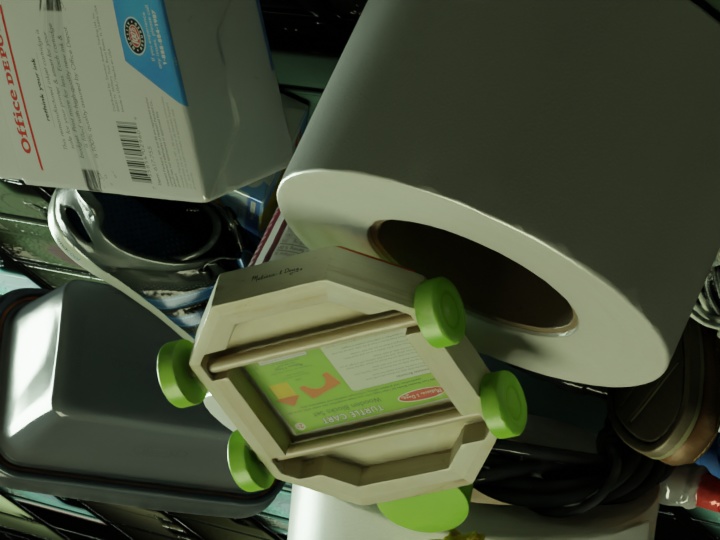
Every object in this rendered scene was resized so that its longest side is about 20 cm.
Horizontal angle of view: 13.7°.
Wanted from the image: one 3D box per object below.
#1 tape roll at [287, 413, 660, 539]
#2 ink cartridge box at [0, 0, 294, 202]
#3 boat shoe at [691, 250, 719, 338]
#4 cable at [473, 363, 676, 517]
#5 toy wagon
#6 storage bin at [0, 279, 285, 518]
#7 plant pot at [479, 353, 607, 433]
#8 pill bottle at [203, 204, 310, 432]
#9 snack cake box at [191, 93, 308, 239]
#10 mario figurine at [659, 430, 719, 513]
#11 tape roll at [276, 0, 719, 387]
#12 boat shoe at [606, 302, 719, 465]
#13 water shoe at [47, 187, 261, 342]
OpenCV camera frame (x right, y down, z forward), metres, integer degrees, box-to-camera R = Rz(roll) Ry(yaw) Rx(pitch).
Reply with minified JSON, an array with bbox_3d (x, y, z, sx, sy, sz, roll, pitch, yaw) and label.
[{"bbox_3d":[0.061,0.138,1.622,0.201,0.071,0.203,6,-164,-2],"label":"tape roll"},{"bbox_3d":[-0.134,-0.106,1.590,0.199,0.068,0.117,7,116,46],"label":"ink cartridge box"},{"bbox_3d":[0.199,0.004,1.522,0.073,0.068,0.199,28,165,-6],"label":"boat shoe"},{"bbox_3d":[0.094,0.079,1.624,0.163,0.051,0.200,10,-156,-27],"label":"cable"},{"bbox_3d":[0.002,0.069,1.454,0.155,0.040,0.200,-13,133,26],"label":"toy wagon"},{"bbox_3d":[-0.117,0.059,1.785,0.199,0.146,0.134,10,165,-18],"label":"storage bin"},{"bbox_3d":[0.064,0.122,1.809,0.200,0.201,0.134,10,167,42],"label":"plant pot"},{"bbox_3d":[0.000,0.000,1.572,0.109,0.201,0.110,23,164,7],"label":"pill bottle"},{"bbox_3d":[-0.099,-0.060,1.767,0.115,0.067,0.200,23,163,3],"label":"snack cake box"},{"bbox_3d":[0.224,0.082,1.642,0.106,0.124,0.200,16,-179,-17],"label":"mario figurine"},{"bbox_3d":[0.078,-0.053,1.406,0.202,0.140,0.203,23,164,7],"label":"tape roll"},{"bbox_3d":[0.172,0.050,1.603,0.068,0.072,0.200,32,-160,-17],"label":"boat shoe"},{"bbox_3d":[-0.083,0.002,1.695,0.199,0.072,0.079,26,161,-12],"label":"water shoe"}]
